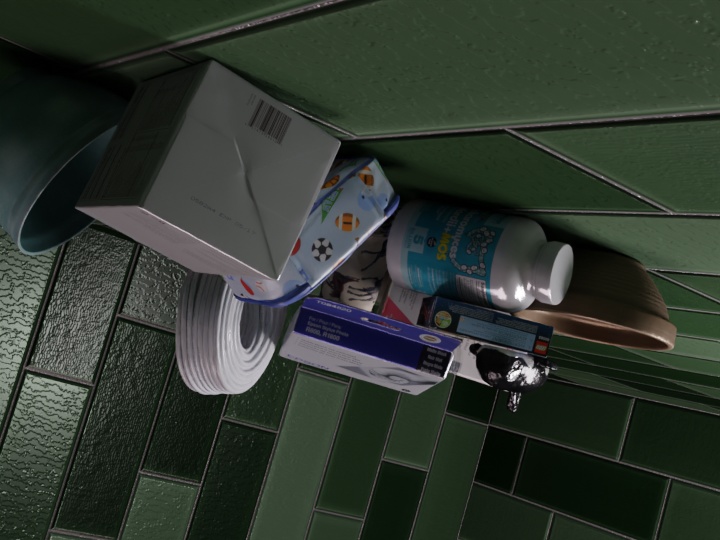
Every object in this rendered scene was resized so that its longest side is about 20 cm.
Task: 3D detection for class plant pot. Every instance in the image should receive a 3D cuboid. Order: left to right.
[{"bbox_3d":[-0.341,-0.136,1.173,0.134,0.200,0.200,43,176,5],"label":"plant pot"},{"bbox_3d":[0.287,0.030,1.307,0.200,0.093,0.201,14,173,2],"label":"plant pot"}]

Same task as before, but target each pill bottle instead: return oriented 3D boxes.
[{"bbox_3d":[0.138,-0.015,1.236,0.200,0.111,0.111,12,173,29],"label":"pill bottle"}]

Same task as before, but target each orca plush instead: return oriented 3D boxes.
[{"bbox_3d":[0.175,0.130,1.275,0.105,0.071,0.200,13,178,10],"label":"orca plush"}]

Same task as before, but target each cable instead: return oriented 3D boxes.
[{"bbox_3d":[-0.156,0.057,1.326,0.069,0.200,0.200,8,174,18],"label":"cable"}]

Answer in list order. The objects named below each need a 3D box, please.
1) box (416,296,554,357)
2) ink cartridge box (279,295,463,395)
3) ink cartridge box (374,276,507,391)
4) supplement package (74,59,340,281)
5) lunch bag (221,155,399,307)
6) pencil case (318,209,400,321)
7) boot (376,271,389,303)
[{"bbox_3d":[0.143,0.066,1.288,0.136,0.038,0.200,14,178,0],"label":"box"},{"bbox_3d":[0.007,0.098,1.334,0.199,0.041,0.200,17,161,-5],"label":"ink cartridge box"},{"bbox_3d":[0.130,0.056,1.440,0.200,0.145,0.084,18,-164,-3],"label":"ink cartridge box"},{"bbox_3d":[-0.152,-0.092,1.042,0.152,0.151,0.200,30,168,-28],"label":"supplement package"},{"bbox_3d":[-0.058,-0.046,1.151,0.076,0.200,0.160,56,157,-18],"label":"lunch bag"},{"bbox_3d":[0.000,0.000,1.377,0.089,0.200,0.078,10,-141,-8],"label":"pencil case"},{"bbox_3d":[-0.015,-0.008,1.513,0.200,0.068,0.131,31,-173,37],"label":"boot"}]
